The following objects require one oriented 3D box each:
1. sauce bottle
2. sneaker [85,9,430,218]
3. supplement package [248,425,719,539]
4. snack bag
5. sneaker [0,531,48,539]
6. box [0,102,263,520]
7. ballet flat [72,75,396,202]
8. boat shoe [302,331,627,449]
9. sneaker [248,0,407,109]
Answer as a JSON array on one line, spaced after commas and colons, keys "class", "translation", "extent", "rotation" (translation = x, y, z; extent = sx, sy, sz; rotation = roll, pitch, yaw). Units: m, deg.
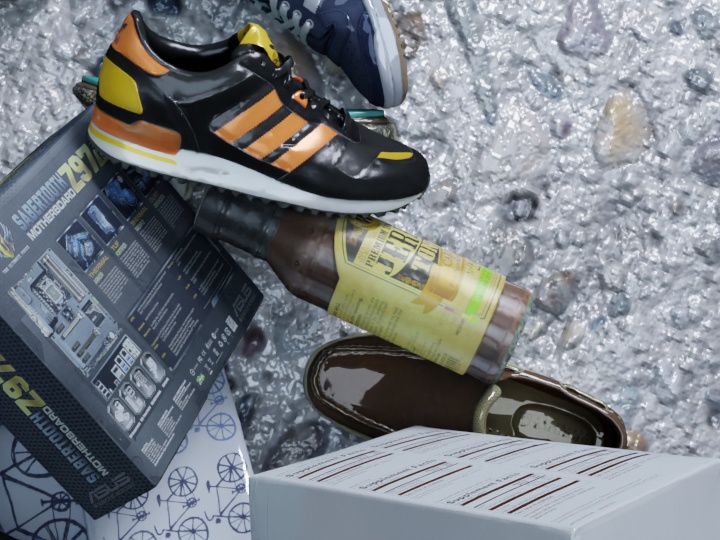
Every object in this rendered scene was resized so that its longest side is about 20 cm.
[{"class": "sauce bottle", "translation": [0.000, 0.000, 0.803], "extent": [0.200, 0.065, 0.065], "rotation": [24, 84, 1]}, {"class": "sneaker", "translation": [-0.048, -0.090, 0.772], "extent": [0.200, 0.070, 0.090], "rotation": [10, 112, -14]}, {"class": "supplement package", "translation": [0.065, 0.192, 0.704], "extent": [0.147, 0.200, 0.191], "rotation": [-8, 97, -48]}, {"class": "snack bag", "translation": [-0.154, 0.153, 0.792], "extent": [0.200, 0.021, 0.189], "rotation": [-12, 60, -11]}, {"class": "sneaker", "translation": [-0.240, 0.144, 0.717], "extent": [0.200, 0.075, 0.078], "rotation": [18, 120, -6]}, {"class": "box", "translation": [-0.143, 0.014, 0.749], "extent": [0.051, 0.200, 0.158], "rotation": [-31, 108, 26]}, {"class": "ballet flat", "translation": [-0.078, -0.071, 0.843], "extent": [0.200, 0.068, 0.075], "rotation": [6, 98, -8]}, {"class": "boat shoe", "translation": [0.067, 0.079, 0.836], "extent": [0.202, 0.075, 0.075], "rotation": [10, 85, -4]}, {"class": "sneaker", "translation": [-0.053, -0.175, 0.845], "extent": [0.108, 0.070, 0.200], "rotation": [-23, 81, -11]}]
